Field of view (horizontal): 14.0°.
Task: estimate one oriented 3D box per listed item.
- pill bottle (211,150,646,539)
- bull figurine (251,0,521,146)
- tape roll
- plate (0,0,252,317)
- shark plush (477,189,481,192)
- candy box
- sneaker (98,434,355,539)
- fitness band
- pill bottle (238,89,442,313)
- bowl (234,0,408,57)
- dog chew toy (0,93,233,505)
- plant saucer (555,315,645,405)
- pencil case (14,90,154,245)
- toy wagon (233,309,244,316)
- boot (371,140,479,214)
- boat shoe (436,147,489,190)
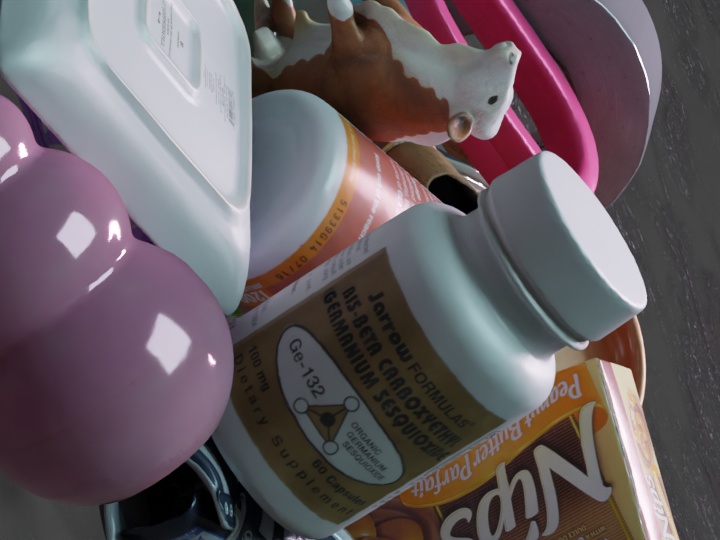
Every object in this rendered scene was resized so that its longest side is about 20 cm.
[{"bbox_3d":[0.030,0.033,1.397,0.114,0.200,0.114,50,18,-23],"label":"pill bottle"},{"bbox_3d":[-0.005,-0.113,1.552,0.065,0.200,0.121,-35,106,-39],"label":"bull figurine"},{"bbox_3d":[0.091,-0.119,1.879,0.200,0.200,0.066,62,23,-20],"label":"tape roll"},{"bbox_3d":[-0.100,-0.108,1.382,0.200,0.032,0.200,51,26,-42],"label":"plate"},{"bbox_3d":[0.055,-0.004,1.757,0.200,0.091,0.083,5,77,-45],"label":"shark plush"},{"bbox_3d":[0.061,0.133,1.555,0.055,0.200,0.116,18,55,-64],"label":"candy box"},{"bbox_3d":[-0.060,0.137,1.426,0.200,0.070,0.109,56,18,-16],"label":"sneaker"},{"bbox_3d":[0.079,-0.119,1.755,0.200,0.037,0.144,55,25,-16],"label":"fitness band"},{"bbox_3d":[0.000,0.000,1.550,0.200,0.112,0.112,39,35,-40],"label":"pill bottle"},{"bbox_3d":[-0.042,-0.178,1.731,0.201,0.105,0.201,53,25,-39],"label":"bowl"},{"bbox_3d":[-0.144,0.004,1.283,0.200,0.124,0.125,56,23,-13],"label":"dog chew toy"},{"bbox_3d":[0.077,0.048,1.779,0.200,0.037,0.200,10,61,-19],"label":"plant saucer"},{"bbox_3d":[-0.127,-0.065,1.443,0.085,0.084,0.200,-17,83,-32],"label":"pencil case"},{"bbox_3d":[-0.067,-0.047,1.635,0.200,0.040,0.155,53,26,-38],"label":"toy wagon"},{"bbox_3d":[0.063,0.012,1.675,0.075,0.074,0.200,31,-25,52],"label":"boot"},{"bbox_3d":[0.022,-0.054,1.825,0.200,0.075,0.062,24,16,-47],"label":"boat shoe"}]
